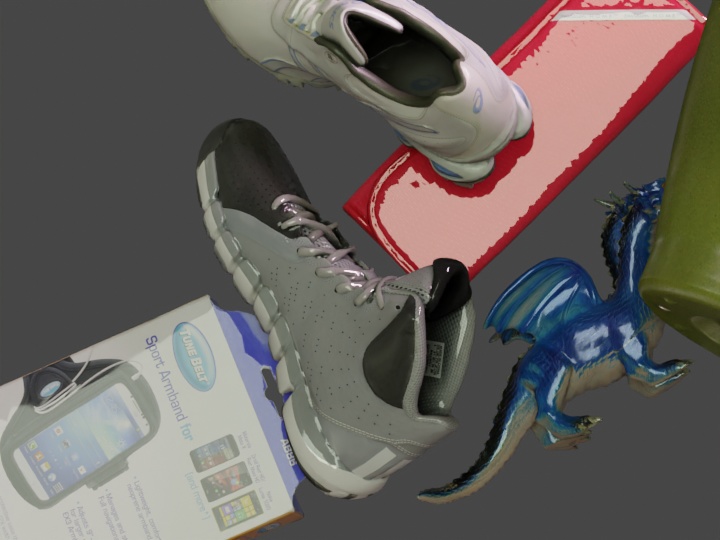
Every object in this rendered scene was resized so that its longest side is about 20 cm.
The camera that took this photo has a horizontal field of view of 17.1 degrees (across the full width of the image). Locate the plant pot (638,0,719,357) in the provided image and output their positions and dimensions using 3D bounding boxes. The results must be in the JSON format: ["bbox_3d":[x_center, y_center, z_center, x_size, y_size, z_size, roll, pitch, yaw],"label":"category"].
[{"bbox_3d":[0.224,-0.046,1.097,0.199,0.200,0.194,26,82,11],"label":"plant pot"}]

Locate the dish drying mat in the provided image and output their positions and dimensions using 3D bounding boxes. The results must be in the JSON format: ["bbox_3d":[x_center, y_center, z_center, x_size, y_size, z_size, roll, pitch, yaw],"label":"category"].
[{"bbox_3d":[0.086,-0.077,1.216,0.200,0.018,0.077,-45,79,-3],"label":"dish drying mat"}]

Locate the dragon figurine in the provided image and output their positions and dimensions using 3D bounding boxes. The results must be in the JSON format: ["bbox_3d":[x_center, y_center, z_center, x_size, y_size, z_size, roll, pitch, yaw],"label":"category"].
[{"bbox_3d":[0.096,0.032,1.174,0.199,0.059,0.100,-33,78,0],"label":"dragon figurine"}]

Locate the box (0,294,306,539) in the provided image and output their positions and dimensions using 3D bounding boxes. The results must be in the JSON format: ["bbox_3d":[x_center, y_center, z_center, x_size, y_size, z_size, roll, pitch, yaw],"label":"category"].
[{"bbox_3d":[-0.121,0.098,1.199,0.199,0.041,0.120,-23,78,0],"label":"box"}]

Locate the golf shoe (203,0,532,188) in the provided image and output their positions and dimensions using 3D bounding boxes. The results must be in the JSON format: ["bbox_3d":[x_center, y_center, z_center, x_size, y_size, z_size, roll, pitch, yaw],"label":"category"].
[{"bbox_3d":[-0.005,-0.124,1.189,0.199,0.097,0.079,31,84,22],"label":"golf shoe"}]

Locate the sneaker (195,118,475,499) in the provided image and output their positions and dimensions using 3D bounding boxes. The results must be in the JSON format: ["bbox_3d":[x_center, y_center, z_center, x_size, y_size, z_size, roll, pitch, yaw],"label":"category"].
[{"bbox_3d":[0.000,0.000,1.160,0.115,0.075,0.201,-31,76,36],"label":"sneaker"}]
